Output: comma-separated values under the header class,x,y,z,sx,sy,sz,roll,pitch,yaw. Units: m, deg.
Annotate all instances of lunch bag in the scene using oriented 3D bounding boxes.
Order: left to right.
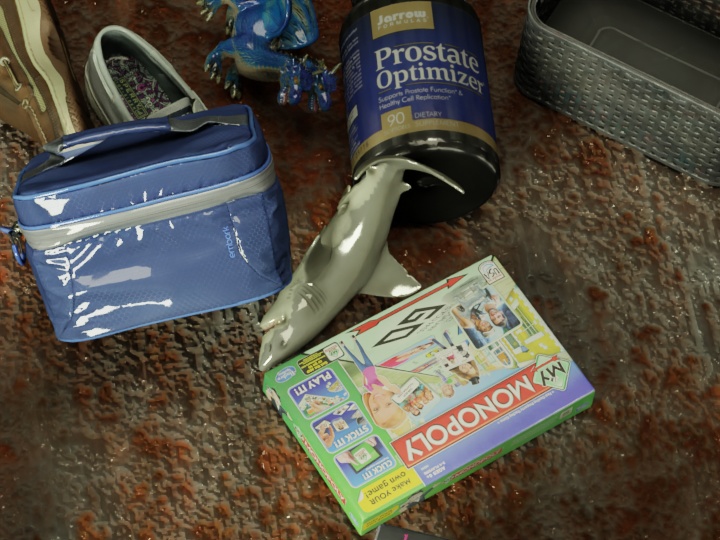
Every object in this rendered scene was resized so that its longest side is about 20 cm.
class,x,y,z,sx,sy,sz,roll,pitch,yaw
lunch bag,-0.154,-0.041,1.549,0.200,0.136,0.133,-14,106,-2

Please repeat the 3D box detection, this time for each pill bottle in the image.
class,x,y,z,sx,sy,sz,roll,pitch,yaw
pill bottle,0.041,-0.145,1.673,0.112,0.112,0.200,-3,60,-6

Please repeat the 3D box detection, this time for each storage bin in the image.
class,x,y,z,sx,sy,sz,roll,pitch,yaw
storage bin,0.234,-0.174,1.716,0.200,0.094,0.135,27,61,12

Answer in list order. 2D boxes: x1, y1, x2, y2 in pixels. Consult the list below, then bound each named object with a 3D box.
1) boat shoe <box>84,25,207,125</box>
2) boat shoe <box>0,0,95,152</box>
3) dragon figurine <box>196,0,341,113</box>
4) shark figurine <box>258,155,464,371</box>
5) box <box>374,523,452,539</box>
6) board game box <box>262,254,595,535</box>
class,x,y,z,sx,sy,sz,roll,pitch,yaw
boat shoe,-0.145,-0.103,1.657,0.070,0.072,0.201,-31,68,-21
boat shoe,-0.250,-0.129,1.674,0.075,0.075,0.203,-21,56,0
dragon figurine,-0.069,-0.196,1.701,0.099,0.059,0.200,-18,58,22
shark figurine,0.012,-0.019,1.579,0.089,0.215,0.128,33,34,-3
box,0.037,0.286,1.408,0.114,0.132,0.200,14,59,8
board game box,0.049,0.086,1.586,0.200,0.029,0.135,-28,64,-19
